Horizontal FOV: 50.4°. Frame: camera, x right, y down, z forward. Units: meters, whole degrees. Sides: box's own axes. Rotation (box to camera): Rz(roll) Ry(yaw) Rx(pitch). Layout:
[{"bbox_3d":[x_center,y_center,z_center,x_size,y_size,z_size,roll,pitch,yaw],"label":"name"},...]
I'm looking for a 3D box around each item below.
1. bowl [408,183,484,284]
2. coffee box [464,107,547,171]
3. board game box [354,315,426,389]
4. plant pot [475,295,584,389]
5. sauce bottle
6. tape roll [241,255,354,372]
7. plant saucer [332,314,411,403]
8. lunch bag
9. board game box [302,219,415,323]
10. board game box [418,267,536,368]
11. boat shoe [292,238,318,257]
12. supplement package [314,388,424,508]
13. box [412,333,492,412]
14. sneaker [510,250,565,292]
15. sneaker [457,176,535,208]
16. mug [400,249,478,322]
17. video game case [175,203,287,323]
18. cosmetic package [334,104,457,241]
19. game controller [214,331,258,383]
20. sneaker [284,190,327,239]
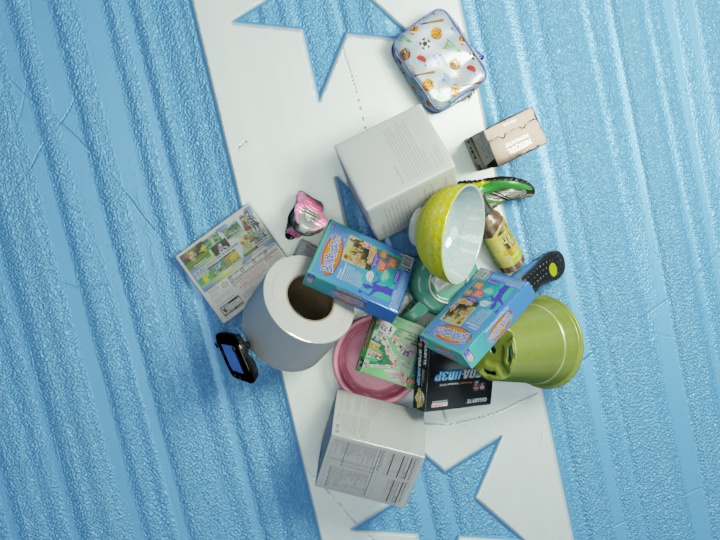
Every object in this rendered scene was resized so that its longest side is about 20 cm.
[{"bbox_3d":[0.161,-0.079,1.531,0.107,0.200,0.202,12,94,30],"label":"bowl"},{"bbox_3d":[0.297,-0.268,1.590,0.112,0.200,0.080,-25,95,0],"label":"coffee box"},{"bbox_3d":[0.095,0.177,1.630,0.199,0.029,0.136,22,83,-27],"label":"board game box"},{"bbox_3d":[0.328,0.156,1.586,0.189,0.199,0.202,-2,96,-44],"label":"plant pot"},{"bbox_3d":[0.286,-0.082,1.635,0.065,0.065,0.200,-37,121,0],"label":"sauce bottle"},{"bbox_3d":[-0.129,0.089,1.577,0.201,0.139,0.204,15,54,-22],"label":"tape roll"},{"bbox_3d":[0.037,0.195,1.686,0.198,0.051,0.203,0,94,-4],"label":"plant saucer"},{"bbox_3d":[0.173,-0.444,1.635,0.160,0.076,0.201,-35,94,-2],"label":"lunch bag"},{"bbox_3d":[0.000,0.000,1.562,0.198,0.045,0.153,25,52,-3],"label":"board game box"},{"bbox_3d":[0.231,0.090,1.521,0.200,0.152,0.045,-45,118,-14],"label":"board game box"},{"bbox_3d":[-0.050,-0.013,1.654,0.198,0.074,0.067,18,93,-4],"label":"boat shoe"},{"bbox_3d":[0.022,0.377,1.627,0.198,0.152,0.152,15,118,-4],"label":"supplement package"},{"bbox_3d":[0.204,0.215,1.650,0.198,0.046,0.161,2,94,-37],"label":"box"},{"bbox_3d":[0.369,0.011,1.664,0.199,0.078,0.066,-31,102,-37],"label":"sneaker"},{"bbox_3d":[0.281,-0.159,1.668,0.198,0.078,0.086,-7,101,7],"label":"sneaker"},{"bbox_3d":[0.177,0.038,1.649,0.150,0.114,0.187,11,93,-4],"label":"mug"},{"bbox_3d":[-0.271,-0.015,1.670,0.199,0.022,0.183,-35,95,1],"label":"video game case"},{"bbox_3d":[0.078,-0.198,1.575,0.199,0.168,0.167,-26,68,-1],"label":"cosmetic package"},{"bbox_3d":[-0.261,0.181,1.601,0.042,0.200,0.105,-15,93,-22],"label":"game controller"},{"bbox_3d":[-0.123,-0.096,1.591,0.079,0.200,0.096,34,104,-11],"label":"sneaker"}]
